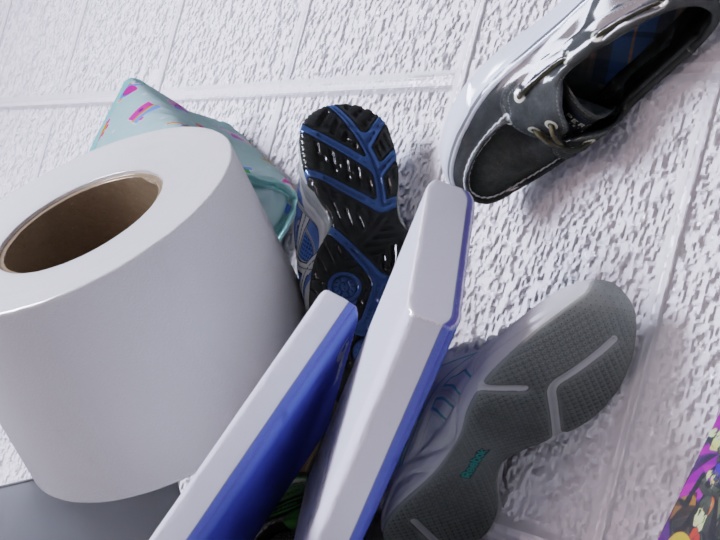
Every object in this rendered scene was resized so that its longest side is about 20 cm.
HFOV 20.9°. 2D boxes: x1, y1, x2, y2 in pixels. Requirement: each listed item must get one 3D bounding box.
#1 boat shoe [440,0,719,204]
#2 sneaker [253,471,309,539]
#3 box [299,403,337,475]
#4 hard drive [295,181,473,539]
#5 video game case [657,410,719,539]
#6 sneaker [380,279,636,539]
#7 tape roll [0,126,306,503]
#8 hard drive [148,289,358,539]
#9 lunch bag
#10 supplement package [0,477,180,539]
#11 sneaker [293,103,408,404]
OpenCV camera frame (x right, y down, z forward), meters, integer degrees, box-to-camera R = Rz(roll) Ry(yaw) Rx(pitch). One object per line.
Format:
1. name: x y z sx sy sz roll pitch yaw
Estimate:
1. boat shoe: 0.110 -0.095 1.009 0.200 0.069 0.057 -48 37 36
2. sneaker: -0.078 0.202 1.110 0.200 0.078 0.085 -57 12 -8
3. box: -0.061 0.093 1.252 0.121 0.032 0.200 -67 27 11
4. hard drive: 0.008 0.070 0.993 0.132 0.025 0.200 -78 8 -59
5. video game case: 0.172 0.167 0.775 0.181 0.036 0.200 -66 28 13
6. sneaker: 0.066 0.061 0.998 0.200 0.070 0.080 -51 32 37
7. tape roll: -0.139 0.024 1.175 0.203 0.139 0.203 -21 25 10
8. hard drive: -0.067 0.119 1.033 0.200 0.025 0.132 -55 -12 -35
9. lunch bag: -0.148 -0.011 1.371 0.200 0.122 0.170 -61 26 7
10. supplement package: -0.207 0.213 1.225 0.111 0.200 0.156 -29 75 54
11. sneaker: 0.000 0.000 1.171 0.077 0.076 0.200 102 167 -58
